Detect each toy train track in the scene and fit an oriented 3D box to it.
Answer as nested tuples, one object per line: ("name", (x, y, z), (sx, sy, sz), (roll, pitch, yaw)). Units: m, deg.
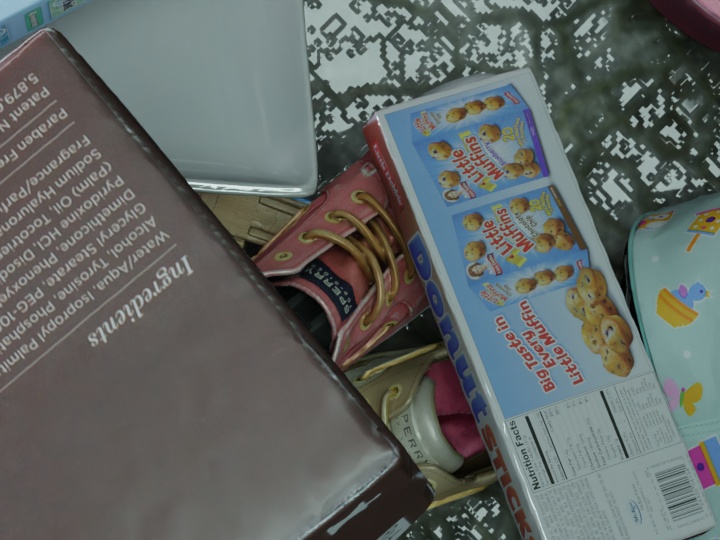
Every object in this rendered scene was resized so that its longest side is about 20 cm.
("toy train track", (-0.031, -0.020, 1.255), (0.200, 0.033, 0.115), (20, 96, 0))

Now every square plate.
("square plate", (-0.121, -0.117, 1.220), (0.198, 0.028, 0.201), (1, 63, -10))

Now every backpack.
("backpack", (0.191, 0.054, 1.225), (0.153, 0.176, 0.200), (-23, 84, 21))

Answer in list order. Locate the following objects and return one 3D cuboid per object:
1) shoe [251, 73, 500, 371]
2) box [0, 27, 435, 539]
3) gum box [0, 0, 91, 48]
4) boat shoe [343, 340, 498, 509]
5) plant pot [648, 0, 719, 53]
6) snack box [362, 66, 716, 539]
("shoe", (0.000, 0.000, 1.194), (0.200, 0.091, 0.071), (-43, 93, 5))
("box", (-0.100, 0.052, 1.064), (0.164, 0.166, 0.200), (-39, 78, -2))
("gum box", (-0.174, -0.168, 1.155), (0.200, 0.045, 0.170), (-29, 84, -7))
("boat shoe", (0.025, 0.065, 1.252), (0.200, 0.069, 0.074), (-24, 93, -11))
("plant pot", (0.210, -0.191, 1.238), (0.199, 0.179, 0.201), (0, 90, -10))
("snack box", (0.070, 0.021, 1.158), (0.072, 0.024, 0.200), (-17, 78, -19))
